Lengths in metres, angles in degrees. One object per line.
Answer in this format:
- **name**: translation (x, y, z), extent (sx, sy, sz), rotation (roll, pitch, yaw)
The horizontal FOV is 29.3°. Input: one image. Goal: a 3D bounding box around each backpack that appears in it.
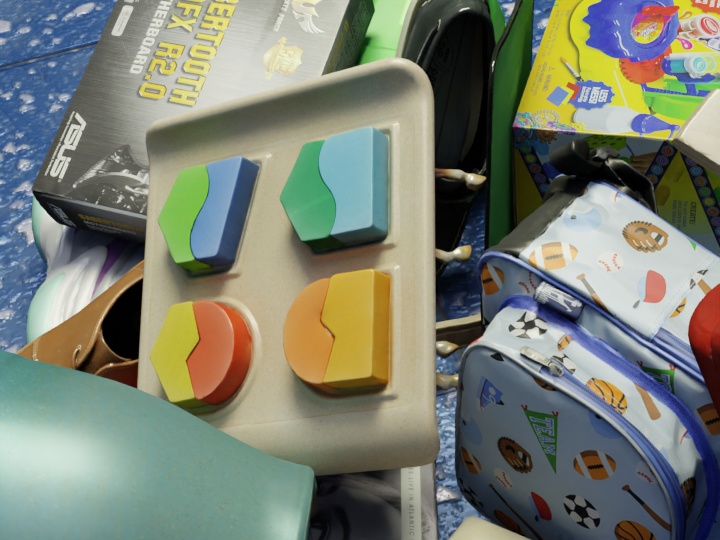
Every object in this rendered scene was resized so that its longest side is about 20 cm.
- **backpack**: translation (0.143, 0.068, 0.680), extent (0.189, 0.201, 0.154), rotation (24, 57, 23)

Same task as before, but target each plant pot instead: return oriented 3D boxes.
- **plant pot**: translation (-0.120, 0.143, 0.642), extent (0.185, 0.202, 0.201), rotation (9, 41, -2)

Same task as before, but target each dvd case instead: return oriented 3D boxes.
- **dvd case**: translation (-0.055, 0.117, 0.781), extent (0.197, 0.016, 0.150), rotation (-4, 40, 5)

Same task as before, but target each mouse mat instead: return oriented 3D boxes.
- **mouse mat**: translation (0.091, -0.080, 0.839), extent (0.007, 0.163, 0.200), rotation (5, 27, 13)

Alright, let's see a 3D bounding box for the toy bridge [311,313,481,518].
- **toy bridge**: translation (0.016, 0.071, 0.789), extent (0.199, 0.027, 0.067), rotation (-31, 46, -26)

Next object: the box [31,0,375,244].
- **box**: translation (-0.096, -0.109, 0.867), extent (0.157, 0.048, 0.202), rotation (13, 68, 18)

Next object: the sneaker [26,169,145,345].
- **sneaker**: translation (-0.141, -0.006, 0.900), extent (0.138, 0.078, 0.202), rotation (-9, 50, -2)

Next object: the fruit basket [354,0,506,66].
- **fruit basket**: translation (-0.003, -0.109, 0.950), extent (0.213, 0.155, 0.218), rotation (-6, 71, 18)

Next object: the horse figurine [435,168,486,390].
- **horse figurine**: translation (0.000, 0.000, 0.758), extent (0.131, 0.050, 0.202), rotation (15, 61, -13)

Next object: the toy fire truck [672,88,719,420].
- **toy fire truck**: translation (0.198, -0.002, 0.578), extent (0.175, 0.130, 0.200), rotation (-31, 16, -17)

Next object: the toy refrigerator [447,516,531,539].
- **toy refrigerator**: translation (0.029, 0.213, 0.619), extent (0.075, 0.071, 0.200), rotation (16, 46, 36)

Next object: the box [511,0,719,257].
- **box**: translation (0.212, -0.095, 0.896), extent (0.190, 0.123, 0.201), rotation (6, 43, 16)

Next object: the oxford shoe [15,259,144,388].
- **oxford shoe**: translation (-0.162, 0.060, 0.783), extent (0.071, 0.071, 0.200), rotation (43, 82, -5)

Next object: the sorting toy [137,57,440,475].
- **sorting toy**: translation (-0.045, 0.004, 0.704), extent (0.183, 0.036, 0.203), rotation (-10, 75, 31)

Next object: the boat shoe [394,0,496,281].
- **boat shoe**: translation (0.049, -0.074, 0.843), extent (0.074, 0.202, 0.066), rotation (9, 16, -19)
